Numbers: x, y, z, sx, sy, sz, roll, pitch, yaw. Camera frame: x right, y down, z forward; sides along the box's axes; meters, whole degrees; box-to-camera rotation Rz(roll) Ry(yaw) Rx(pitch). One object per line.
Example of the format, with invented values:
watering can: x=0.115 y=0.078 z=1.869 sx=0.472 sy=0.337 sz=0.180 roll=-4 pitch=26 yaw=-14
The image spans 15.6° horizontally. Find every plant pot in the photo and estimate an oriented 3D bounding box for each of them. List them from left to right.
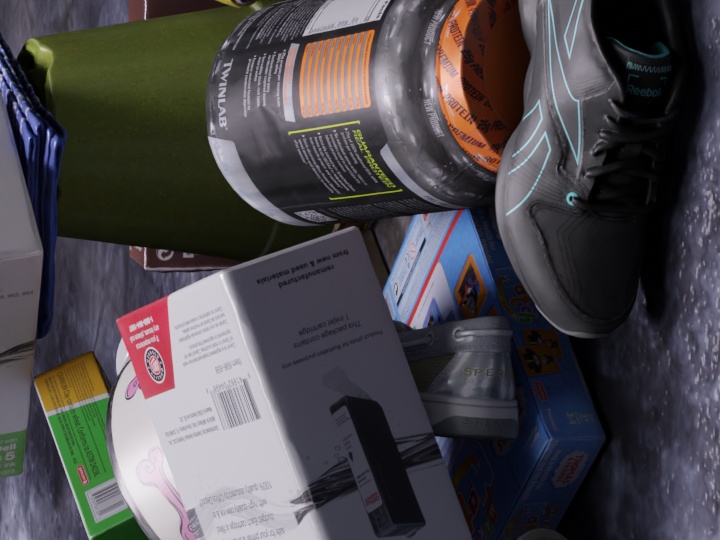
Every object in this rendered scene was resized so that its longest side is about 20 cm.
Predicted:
plant pot: x=-0.118 y=-0.087 z=1.655 sx=0.200 sy=0.190 sz=0.200 roll=179 pitch=90 yaw=-69

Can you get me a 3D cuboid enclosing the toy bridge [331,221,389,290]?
toy bridge: x=0.000 y=0.000 z=1.576 sx=0.200 sy=0.027 sz=0.067 roll=108 pitch=153 yaw=-42

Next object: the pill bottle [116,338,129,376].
pill bottle: x=-0.096 y=0.091 z=1.723 sx=0.200 sy=0.111 sz=0.111 roll=-135 pitch=47 yaw=-62

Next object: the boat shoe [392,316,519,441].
boat shoe: x=0.021 y=0.045 z=1.365 sx=0.202 sy=0.074 sz=0.065 roll=-168 pitch=83 yaw=-64

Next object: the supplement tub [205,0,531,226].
supplement tub: x=0.022 y=-0.088 z=1.332 sx=0.200 sy=0.122 sz=0.123 roll=-4 pitch=88 yaw=51

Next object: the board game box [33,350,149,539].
board game box: x=-0.123 y=0.167 z=1.552 sx=0.153 sy=0.040 sz=0.200 roll=-118 pitch=4 yaw=-50

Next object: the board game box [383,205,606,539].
board game box: x=0.063 y=0.055 z=1.397 sx=0.151 sy=0.037 sz=0.200 roll=112 pitch=150 yaw=-46

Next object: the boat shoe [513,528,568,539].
boat shoe: x=0.086 y=0.229 z=1.298 sx=0.066 sy=0.074 sz=0.200 roll=-13 pitch=89 yaw=54

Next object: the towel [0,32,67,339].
towel: x=-0.215 y=-0.063 z=1.624 sx=0.200 sy=0.024 sz=0.145 roll=-125 pitch=35 yaw=-57

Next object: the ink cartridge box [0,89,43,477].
ink cartridge box: x=-0.248 y=0.011 z=1.570 sx=0.200 sy=0.084 sz=0.146 roll=103 pitch=155 yaw=-45

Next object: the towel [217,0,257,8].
towel: x=-0.070 y=-0.238 z=1.672 sx=0.144 sy=0.023 sz=0.200 roll=-60 pitch=25 yaw=-1

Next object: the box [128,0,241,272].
box: x=-0.122 y=-0.103 z=1.815 sx=0.100 sy=0.075 sz=0.200 roll=-151 pitch=60 yaw=-78

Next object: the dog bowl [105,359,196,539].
dog bowl: x=-0.037 y=0.095 z=1.466 sx=0.074 sy=0.200 sz=0.200 roll=-50 pitch=44 yaw=40

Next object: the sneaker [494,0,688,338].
sneaker: x=0.109 y=-0.067 z=1.214 sx=0.079 sy=0.075 sz=0.200 roll=-172 pitch=80 yaw=-65

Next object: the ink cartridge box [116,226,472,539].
ink cartridge box: x=-0.030 y=0.095 z=1.309 sx=0.144 sy=0.084 sz=0.200 roll=-22 pitch=87 yaw=62
